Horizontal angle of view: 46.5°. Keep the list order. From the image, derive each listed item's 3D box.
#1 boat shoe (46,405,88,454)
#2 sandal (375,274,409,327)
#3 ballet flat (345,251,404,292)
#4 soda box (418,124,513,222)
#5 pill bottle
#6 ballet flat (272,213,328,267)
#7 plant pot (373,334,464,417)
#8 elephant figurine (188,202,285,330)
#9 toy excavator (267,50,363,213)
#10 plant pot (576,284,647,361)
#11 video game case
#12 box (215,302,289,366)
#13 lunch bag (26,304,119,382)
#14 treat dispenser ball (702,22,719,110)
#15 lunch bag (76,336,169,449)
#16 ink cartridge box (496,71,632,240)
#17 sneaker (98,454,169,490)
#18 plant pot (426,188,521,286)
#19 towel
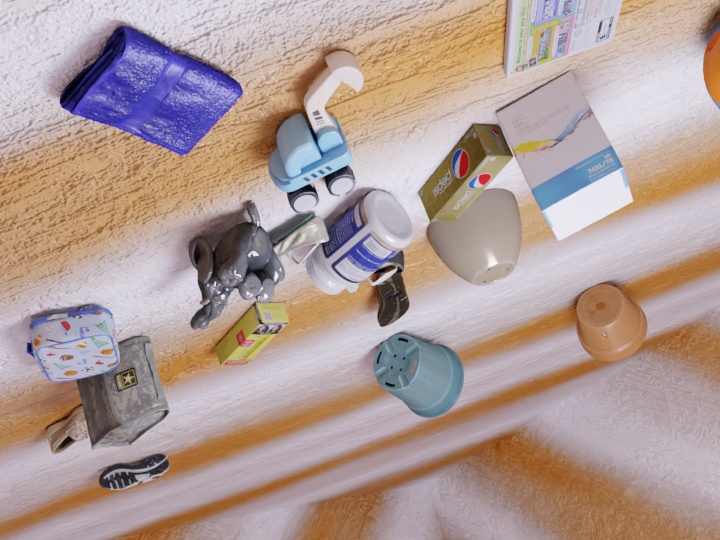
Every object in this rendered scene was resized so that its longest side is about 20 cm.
[{"bbox_3d":[-0.645,0.362,1.936,0.197,0.066,0.072,-30,154,19],"label":"boat shoe"},{"bbox_3d":[0.061,0.051,1.871,0.080,0.055,0.202,-23,141,-7],"label":"sandal"},{"bbox_3d":[0.000,0.000,1.693,0.195,0.070,0.068,-16,156,-10],"label":"ballet flat"},{"bbox_3d":[0.184,-0.168,1.493,0.063,0.069,0.200,-4,151,-32],"label":"soda box"},{"bbox_3d":[-0.006,-0.046,1.540,0.114,0.118,0.199,8,144,-45],"label":"pill bottle"},{"bbox_3d":[-0.142,-0.028,1.518,0.198,0.063,0.067,-31,-175,22],"label":"ballet flat"},{"bbox_3d":[0.144,0.268,2.213,0.198,0.204,0.195,-30,146,22],"label":"plant pot"},{"bbox_3d":[-0.238,-0.001,1.457,0.197,0.157,0.142,-8,132,44],"label":"elephant figurine"},{"bbox_3d":[-0.063,-0.203,1.223,0.191,0.101,0.201,-25,146,7],"label":"toy excavator"},{"bbox_3d":[0.694,0.133,2.362,0.197,0.203,0.140,-27,139,15],"label":"plant pot"},{"bbox_3d":[0.297,-0.375,1.219,0.178,0.022,0.201,-20,156,-2],"label":"video game case"},{"bbox_3d":[-0.237,0.139,1.816,0.074,0.051,0.200,2,147,-41],"label":"box"},{"bbox_3d":[-0.534,0.138,1.564,0.156,0.077,0.201,-10,154,-15],"label":"lunch bag"},{"bbox_3d":[0.658,-0.336,1.354,0.196,0.205,0.202,-16,155,-8],"label":"treat dispenser ball"},{"bbox_3d":[-0.479,0.249,1.715,0.199,0.167,0.116,-36,154,31],"label":"lunch bag"},{"bbox_3d":[0.342,-0.190,1.411,0.144,0.204,0.146,-27,154,14],"label":"ink cartridge box"},{"bbox_3d":[-0.640,0.582,2.375,0.196,0.075,0.080,-8,155,-23],"label":"sneaker"},{"bbox_3d":[0.247,-0.050,1.700,0.196,0.137,0.201,-16,155,-7],"label":"plant pot"},{"bbox_3d":[-0.263,-0.220,1.076,0.147,0.050,0.198,-34,152,29],"label":"towel"}]
